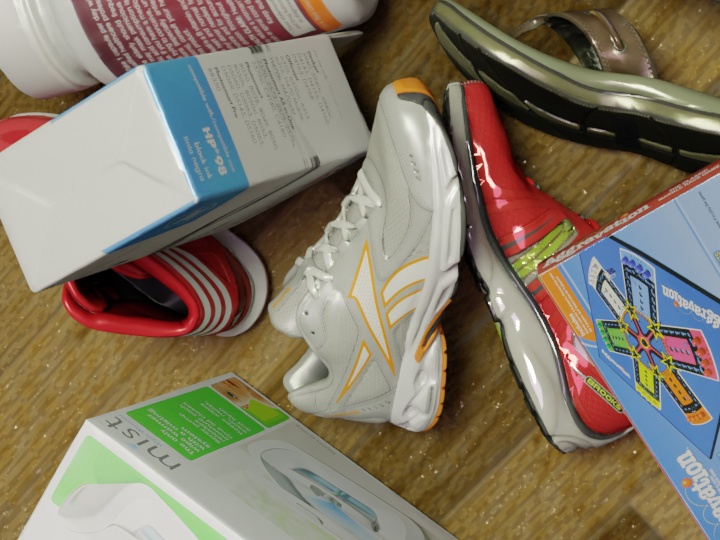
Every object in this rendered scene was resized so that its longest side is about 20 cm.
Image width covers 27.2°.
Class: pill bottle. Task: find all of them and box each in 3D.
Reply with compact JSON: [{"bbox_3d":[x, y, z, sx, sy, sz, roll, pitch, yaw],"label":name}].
[{"bbox_3d":[-0.099,-0.163,0.798,0.198,0.114,0.116,-13,88,18],"label":"pill bottle"}]

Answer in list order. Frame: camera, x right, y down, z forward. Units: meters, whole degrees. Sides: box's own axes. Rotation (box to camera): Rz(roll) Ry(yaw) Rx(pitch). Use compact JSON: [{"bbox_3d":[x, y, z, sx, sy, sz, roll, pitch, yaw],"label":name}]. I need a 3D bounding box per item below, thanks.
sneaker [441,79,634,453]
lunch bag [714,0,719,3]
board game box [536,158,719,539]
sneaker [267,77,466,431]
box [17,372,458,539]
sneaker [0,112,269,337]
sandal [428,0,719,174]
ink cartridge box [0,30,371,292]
[{"bbox_3d":[0.099,-0.009,0.772,0.084,0.077,0.202,-22,92,1],"label":"sneaker"},{"bbox_3d":[0.171,-0.195,0.678,0.198,0.168,0.141,23,99,16],"label":"lunch bag"},{"bbox_3d":[0.180,0.055,0.725,0.102,0.019,0.201,-30,106,15],"label":"board game box"},{"bbox_3d":[0.000,0.000,0.747,0.091,0.076,0.202,-1,121,-8],"label":"sneaker"},{"bbox_3d":[-0.048,0.157,0.764,0.199,0.176,0.097,35,103,14],"label":"box"},{"bbox_3d":[-0.150,-0.030,0.820,0.199,0.115,0.079,28,101,15],"label":"sneaker"},{"bbox_3d":[0.129,-0.098,0.754,0.199,0.080,0.058,20,80,11],"label":"sandal"},{"bbox_3d":[-0.074,-0.059,0.742,0.115,0.199,0.067,-25,89,33],"label":"ink cartridge box"}]
